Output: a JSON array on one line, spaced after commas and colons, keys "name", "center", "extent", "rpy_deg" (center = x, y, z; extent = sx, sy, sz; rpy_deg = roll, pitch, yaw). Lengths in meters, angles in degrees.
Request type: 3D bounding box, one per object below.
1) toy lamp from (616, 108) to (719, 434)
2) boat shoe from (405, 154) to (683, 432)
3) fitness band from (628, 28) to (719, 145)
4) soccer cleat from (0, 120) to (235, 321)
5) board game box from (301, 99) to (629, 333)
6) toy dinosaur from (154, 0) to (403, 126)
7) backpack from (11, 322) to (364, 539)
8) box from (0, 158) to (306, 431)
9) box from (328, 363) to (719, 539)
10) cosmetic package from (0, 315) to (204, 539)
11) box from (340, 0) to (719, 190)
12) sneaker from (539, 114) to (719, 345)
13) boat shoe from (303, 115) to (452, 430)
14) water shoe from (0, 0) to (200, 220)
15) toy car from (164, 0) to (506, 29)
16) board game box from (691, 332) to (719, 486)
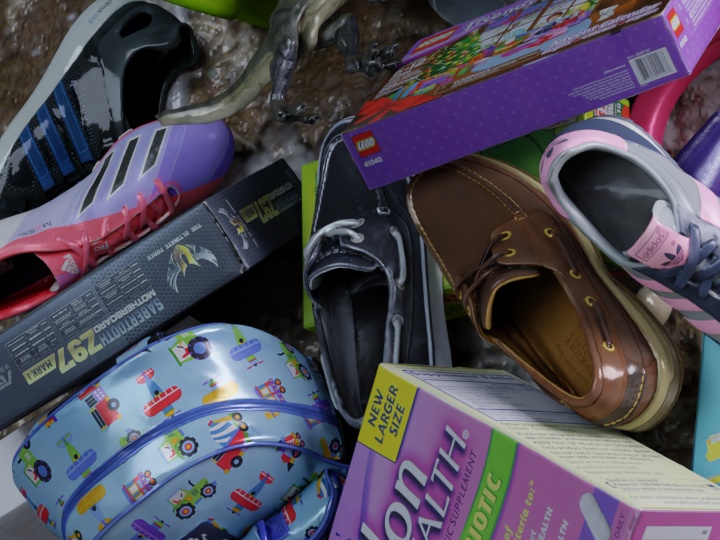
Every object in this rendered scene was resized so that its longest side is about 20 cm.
[{"name": "toy lamp", "center": [0.160, 0.007, 1.565], "extent": [0.058, 0.058, 0.201], "rpy_deg": [40, 111, 35]}, {"name": "boat shoe", "center": [0.086, 0.005, 1.547], "extent": [0.200, 0.067, 0.072], "rpy_deg": [49, 116, 32]}, {"name": "fitness band", "center": [0.231, -0.090, 1.597], "extent": [0.200, 0.037, 0.144], "rpy_deg": [-29, 63, 21]}, {"name": "soccer cleat", "center": [-0.160, -0.025, 1.766], "extent": [0.199, 0.067, 0.077], "rpy_deg": [-27, 32, 2]}, {"name": "board game box", "center": [0.058, -0.030, 1.657], "extent": [0.199, 0.048, 0.102], "rpy_deg": [-16, 66, 35]}, {"name": "toy dinosaur", "center": [-0.030, -0.128, 1.658], "extent": [0.200, 0.047, 0.088], "rpy_deg": [-47, 50, 17]}, {"name": "backpack", "center": [-0.081, 0.120, 1.613], "extent": [0.182, 0.200, 0.135], "rpy_deg": [-35, 58, 16]}, {"name": "box", "center": [-0.131, 0.015, 1.708], "extent": [0.200, 0.158, 0.051], "rpy_deg": [-33, 91, 18]}, {"name": "box", "center": [0.081, 0.164, 1.516], "extent": [0.200, 0.096, 0.177], "rpy_deg": [29, 107, 45]}, {"name": "cosmetic package", "center": [-0.150, 0.106, 1.732], "extent": [0.200, 0.082, 0.051], "rpy_deg": [-33, 60, 17]}, {"name": "box", "center": [0.100, -0.116, 1.592], "extent": [0.199, 0.137, 0.039], "rpy_deg": [-19, 107, 28]}, {"name": "sneaker", "center": [0.170, -0.002, 1.485], "extent": [0.200, 0.082, 0.070], "rpy_deg": [36, 108, 13]}, {"name": "boat shoe", "center": [0.000, 0.000, 1.616], "extent": [0.072, 0.068, 0.201], "rpy_deg": [-22, 62, 32]}, {"name": "water shoe", "center": [-0.170, -0.075, 1.815], "extent": [0.079, 0.071, 0.201], "rpy_deg": [24, 87, 32]}, {"name": "toy car", "center": [0.005, -0.207, 1.717], "extent": [0.199, 0.158, 0.165], "rpy_deg": [19, 96, 23]}, {"name": "board game box", "center": [0.243, 0.122, 1.506], "extent": [0.150, 0.047, 0.201], "rpy_deg": [-2, 72, 32]}]
